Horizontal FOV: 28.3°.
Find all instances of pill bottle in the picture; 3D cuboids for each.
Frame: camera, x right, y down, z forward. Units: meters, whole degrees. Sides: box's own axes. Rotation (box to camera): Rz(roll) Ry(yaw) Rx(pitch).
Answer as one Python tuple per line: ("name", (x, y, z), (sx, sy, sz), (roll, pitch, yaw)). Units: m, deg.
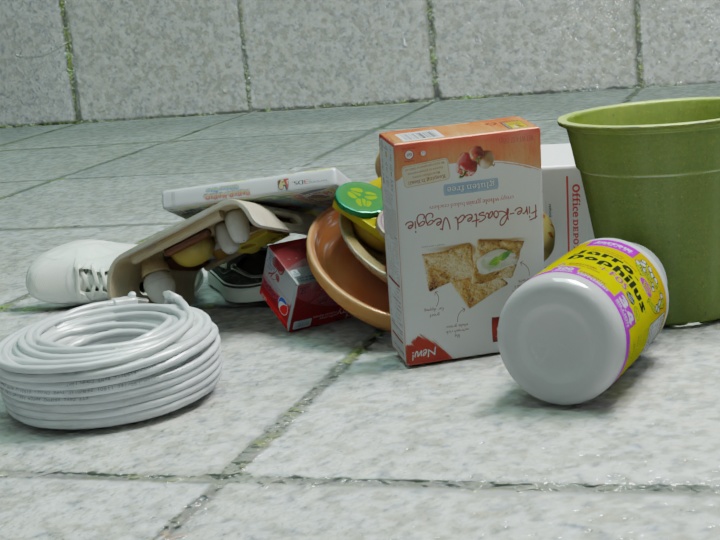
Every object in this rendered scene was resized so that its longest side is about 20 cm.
("pill bottle", (0.192, 0.033, 1.175), (0.103, 0.105, 0.200), (1, 14, 26))

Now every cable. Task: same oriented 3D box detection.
("cable", (-0.219, 0.079, 1.237), (0.198, 0.070, 0.199), (-13, 15, -26))

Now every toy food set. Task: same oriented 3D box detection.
("toy food set", (0.075, -0.039, 1.380), (0.199, 0.049, 0.197), (35, 42, 26))
("toy food set", (-0.145, -0.010, 1.464), (0.199, 0.061, 0.143), (-24, -15, 27))

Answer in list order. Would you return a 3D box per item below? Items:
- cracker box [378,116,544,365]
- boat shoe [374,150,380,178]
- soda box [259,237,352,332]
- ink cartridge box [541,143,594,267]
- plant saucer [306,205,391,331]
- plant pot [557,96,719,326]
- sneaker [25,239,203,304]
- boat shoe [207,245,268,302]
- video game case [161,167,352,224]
("cracker box", (0.091, -0.026, 1.258), (0.132, 0.202, 0.058), (-8, 18, -12))
("boat shoe", (0.100, -0.090, 1.614), (0.199, 0.072, 0.065), (26, 10, -18))
("soda box", (0.000, 0.000, 1.460), (0.198, 0.064, 0.070), (-12, 43, -30))
("ink cartridge box", (0.183, -0.068, 1.513), (0.198, 0.116, 0.068), (-2, 26, 7))
("plant saucer", (0.043, -0.002, 1.392), (0.198, 0.038, 0.201), (9, 36, -7))
("plant pot", (0.287, -0.055, 1.331), (0.198, 0.192, 0.200), (-4, 12, 1))
("sneaker", (-0.273, 0.005, 1.590), (0.198, 0.075, 0.116), (-7, 9, -12))
("boat shoe", (-0.131, -0.007, 1.600), (0.070, 0.064, 0.200), (-11, 13, -24))
("video game case", (-0.090, -0.068, 1.491), (0.180, 0.023, 0.200), (-7, -9, 11))
